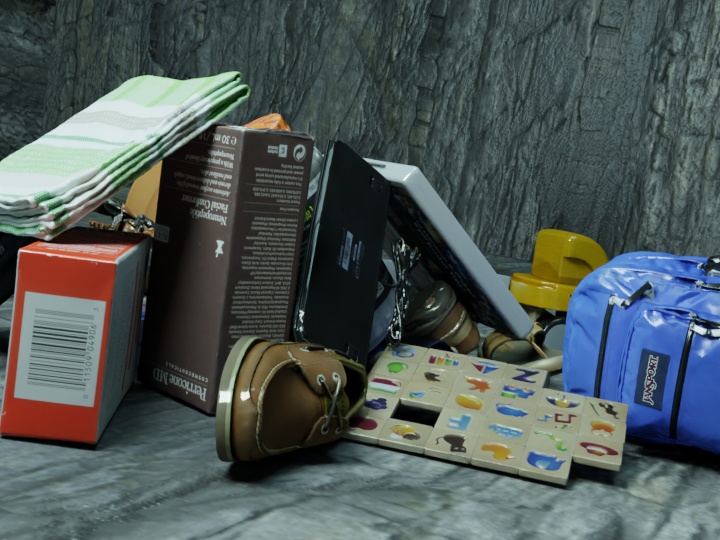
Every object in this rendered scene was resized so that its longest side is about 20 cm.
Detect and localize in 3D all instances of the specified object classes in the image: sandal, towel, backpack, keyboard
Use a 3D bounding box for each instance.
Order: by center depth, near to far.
[{"bbox_3d":[-0.190,-0.090,0.789,0.148,0.031,0.200,7,38,39],"label":"towel"},{"bbox_3d":[0.000,0.000,0.904,0.020,0.202,0.127,-22,-46,37],"label":"keyboard"},{"bbox_3d":[0.262,0.064,0.919,0.198,0.165,0.167,13,10,27],"label":"backpack"},{"bbox_3d":[0.151,0.073,1.091,0.079,0.055,0.200,-16,6,-5],"label":"sandal"}]

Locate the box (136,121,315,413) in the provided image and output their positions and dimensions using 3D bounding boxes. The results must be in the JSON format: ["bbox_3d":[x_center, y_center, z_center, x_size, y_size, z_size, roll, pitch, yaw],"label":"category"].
[{"bbox_3d":[-0.101,-0.006,0.832,0.074,0.203,0.099,0,9,-44],"label":"box"}]

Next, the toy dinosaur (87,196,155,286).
[{"bbox_3d":[-0.225,-0.018,1.040,0.135,0.104,0.199,23,-22,-30],"label":"toy dinosaur"}]

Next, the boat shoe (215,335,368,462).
[{"bbox_3d":[-0.038,0.077,0.726,0.067,0.073,0.200,5,7,10],"label":"boat shoe"}]

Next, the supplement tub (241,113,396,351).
[{"bbox_3d":[-0.058,-0.021,0.958,0.121,0.202,0.123,-27,20,10],"label":"supplement tub"}]

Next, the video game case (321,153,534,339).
[{"bbox_3d":[0.058,-0.027,1.067,0.201,0.023,0.181,51,-14,-25],"label":"video game case"}]

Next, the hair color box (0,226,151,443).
[{"bbox_3d":[-0.184,0.034,0.753,0.063,0.113,0.200,7,5,-4],"label":"hair color box"}]

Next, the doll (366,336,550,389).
[{"bbox_3d":[0.058,0.083,0.977,0.198,0.049,0.136,13,6,35],"label":"doll"}]

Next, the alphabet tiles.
[{"bbox_3d":[0.096,0.103,0.835,0.197,0.008,0.167,10,20,13],"label":"alphabet tiles"}]

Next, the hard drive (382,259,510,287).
[{"bbox_3d":[0.057,0.032,1.278,0.197,0.043,0.135,7,-22,-18],"label":"hard drive"}]

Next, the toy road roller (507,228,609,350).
[{"bbox_3d":[0.259,0.034,1.292,0.197,0.148,0.123,7,6,-19],"label":"toy road roller"}]

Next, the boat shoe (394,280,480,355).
[{"bbox_3d":[0.061,0.063,1.126,0.074,0.076,0.200,43,-12,-8],"label":"boat shoe"}]

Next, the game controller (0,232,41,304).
[{"bbox_3d":[-0.266,-0.016,0.872,0.042,0.199,0.105,45,37,-10],"label":"game controller"}]

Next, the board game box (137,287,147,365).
[{"bbox_3d":[-0.194,0.044,0.992,0.197,0.042,0.199,8,6,-13],"label":"board game box"}]

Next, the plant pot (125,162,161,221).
[{"bbox_3d":[-0.137,-0.033,1.211,0.198,0.203,0.140,5,24,-38],"label":"plant pot"}]
